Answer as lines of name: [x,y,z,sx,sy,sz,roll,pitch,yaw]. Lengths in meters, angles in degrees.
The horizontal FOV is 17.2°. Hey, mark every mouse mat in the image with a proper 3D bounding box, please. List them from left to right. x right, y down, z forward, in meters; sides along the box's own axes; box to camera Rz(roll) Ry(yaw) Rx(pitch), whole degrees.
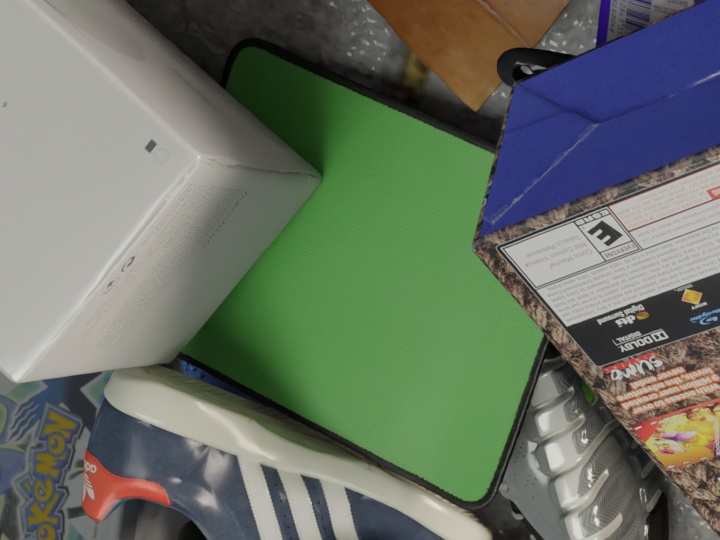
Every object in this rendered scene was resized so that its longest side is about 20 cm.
mouse mat: [0.000,0.000,1.086,0.200,0.008,0.161,26,108,24]

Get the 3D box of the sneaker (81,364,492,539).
sneaker: [-0.038,0.114,1.114,0.200,0.075,0.085,22,95,-14]

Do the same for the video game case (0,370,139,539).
video game case: [-0.192,0.091,1.219,0.182,0.022,0.200,3,82,26]

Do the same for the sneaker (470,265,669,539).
sneaker: [0.069,0.077,1.128,0.115,0.075,0.200,-8,107,37]

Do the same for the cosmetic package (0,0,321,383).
cosmetic package: [-0.146,-0.063,1.017,0.199,0.200,0.123,42,100,10]

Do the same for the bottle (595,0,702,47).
bottle: [0.136,-0.063,0.992,0.083,0.065,0.200,11,127,13]

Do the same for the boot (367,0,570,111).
boot: [-0.016,-0.145,1.036,0.200,0.069,0.188,39,124,-11]

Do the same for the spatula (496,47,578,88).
spatula: [0.152,-0.066,0.932,0.200,0.021,0.057,9,128,6]

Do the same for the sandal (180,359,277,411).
sandal: [-0.045,0.077,1.171,0.079,0.087,0.200,-14,112,36]

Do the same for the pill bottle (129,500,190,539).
pill bottle: [-0.173,0.159,1.279,0.200,0.109,0.109,-5,119,30]

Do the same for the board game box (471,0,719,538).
board game box: [0.168,-0.001,0.905,0.159,0.097,0.200,-21,125,33]
